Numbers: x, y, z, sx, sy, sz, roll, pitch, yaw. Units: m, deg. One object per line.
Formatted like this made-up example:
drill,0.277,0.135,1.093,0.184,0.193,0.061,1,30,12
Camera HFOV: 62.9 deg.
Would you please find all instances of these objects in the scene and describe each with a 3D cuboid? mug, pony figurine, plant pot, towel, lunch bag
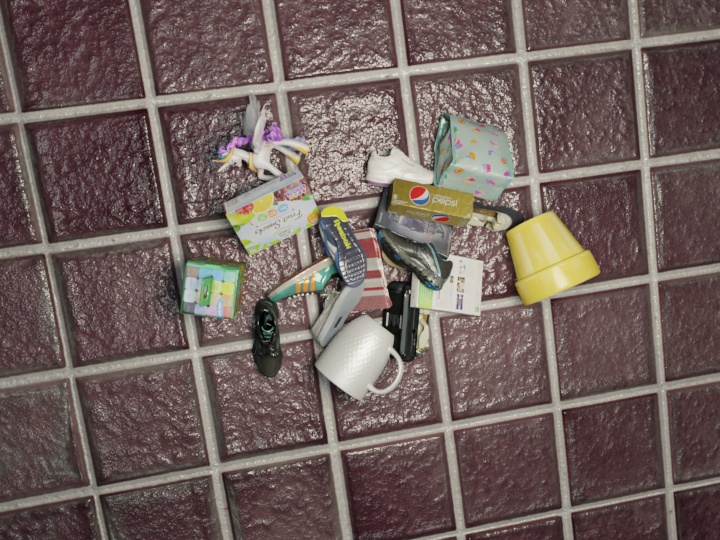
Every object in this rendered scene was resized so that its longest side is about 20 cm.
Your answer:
mug,0.015,0.218,1.444,0.200,0.148,0.176,36,87,25
pony figurine,-0.228,-0.296,1.386,0.199,0.167,0.194,17,105,-24
plant pot,0.462,-0.036,1.472,0.200,0.201,0.189,-24,82,-4
towel,0.000,0.000,1.453,0.023,0.144,0.201,-20,100,-48
lunch bag,0.272,-0.288,1.439,0.170,0.122,0.201,11,58,-13

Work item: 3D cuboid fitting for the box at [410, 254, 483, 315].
box,0.218,0.032,1.472,0.199,0.036,0.145,10,80,-29

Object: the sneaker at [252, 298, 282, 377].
sneaker,-0.235,0.173,1.459,0.075,0.079,0.201,-5,98,-6

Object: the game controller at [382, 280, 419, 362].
game controller,0.101,0.128,1.490,0.042,0.104,0.201,0,97,-42

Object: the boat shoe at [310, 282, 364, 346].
boat shoe,-0.068,0.086,1.465,0.086,0.074,0.202,42,115,29

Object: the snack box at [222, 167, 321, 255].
snack box,-0.207,-0.139,1.408,0.200,0.053,0.142,-26,136,-3

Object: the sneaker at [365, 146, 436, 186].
sneaker,0.114,-0.254,1.456,0.199,0.075,0.100,3,95,-8

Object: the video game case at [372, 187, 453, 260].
video game case,0.135,-0.118,1.455,0.199,0.019,0.143,23,48,-8

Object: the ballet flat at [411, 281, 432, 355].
ballet flat,0.156,0.122,1.503,0.074,0.074,0.201,0,97,-7

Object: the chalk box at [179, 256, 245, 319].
chalk box,-0.341,0.040,1.370,0.123,0.200,0.125,8,95,-7

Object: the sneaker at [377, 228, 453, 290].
sneaker,0.128,-0.039,1.390,0.200,0.073,0.082,39,75,-6

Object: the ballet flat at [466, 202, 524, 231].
ballet flat,0.321,-0.131,1.494,0.199,0.073,0.073,13,94,-6

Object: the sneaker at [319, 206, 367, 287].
sneaker,-0.044,-0.052,1.411,0.074,0.082,0.201,-17,81,-23

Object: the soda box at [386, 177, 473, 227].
soda box,0.167,-0.162,1.416,0.199,0.064,0.068,11,72,-7

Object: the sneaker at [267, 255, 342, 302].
sneaker,-0.131,0.037,1.459,0.200,0.071,0.080,-29,101,1

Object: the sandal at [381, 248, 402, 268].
sandal,0.128,-0.052,1.488,0.211,0.070,0.078,-14,98,-28
